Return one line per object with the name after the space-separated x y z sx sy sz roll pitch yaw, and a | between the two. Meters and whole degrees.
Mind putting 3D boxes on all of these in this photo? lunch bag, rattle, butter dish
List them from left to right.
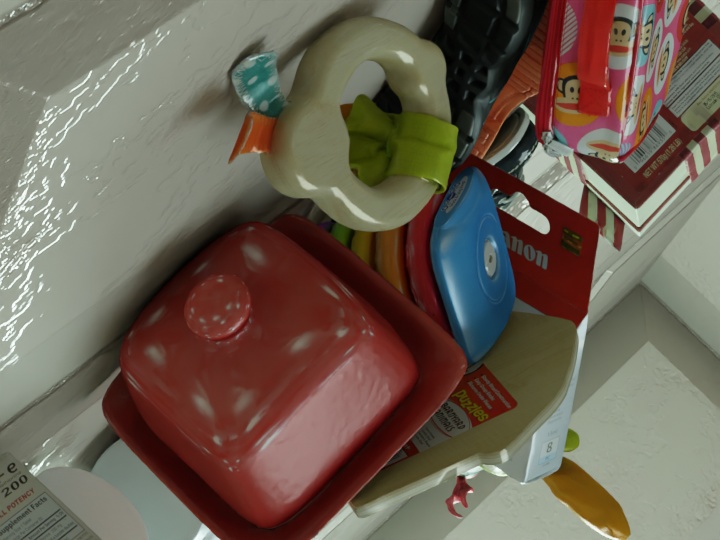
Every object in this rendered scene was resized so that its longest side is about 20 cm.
-0.070 0.052 1.411 0.199 0.200 0.148 -45 148 -7 | butter dish
-0.047 -0.087 1.300 0.199 0.142 0.131 -14 117 -44 | rattle
0.178 0.082 1.706 0.201 0.142 0.130 -60 152 -10 | rattle
0.168 -0.175 1.450 0.176 0.081 0.202 -52 151 -61 | lunch bag

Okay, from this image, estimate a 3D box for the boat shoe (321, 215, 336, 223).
-0.006 -0.004 1.642 0.200 0.067 0.072 -45 137 -12 | boat shoe

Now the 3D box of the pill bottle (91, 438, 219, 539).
-0.135 0.169 1.689 0.116 0.116 0.200 -47 170 5 | pill bottle

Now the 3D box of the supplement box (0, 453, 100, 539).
-0.197 0.233 1.390 0.126 0.200 0.073 -54 171 32 | supplement box

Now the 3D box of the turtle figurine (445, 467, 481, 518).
0.081 0.117 1.833 0.150 0.100 0.201 -56 166 -37 | turtle figurine

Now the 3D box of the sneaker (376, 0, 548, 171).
0.077 -0.137 1.488 0.079 0.075 0.200 -39 168 -47 | sneaker

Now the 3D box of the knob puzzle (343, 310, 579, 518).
0.061 0.088 1.495 0.219 0.219 0.031 -40 125 -33 | knob puzzle

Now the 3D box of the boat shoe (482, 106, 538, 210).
0.096 -0.072 1.717 0.076 0.060 0.200 -54 -169 -19 | boat shoe

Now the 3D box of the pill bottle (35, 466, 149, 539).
-0.237 0.237 1.537 0.200 0.114 0.114 -51 169 27 | pill bottle

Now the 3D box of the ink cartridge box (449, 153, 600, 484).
0.091 0.031 1.597 0.047 0.160 0.202 -17 126 -38 | ink cartridge box

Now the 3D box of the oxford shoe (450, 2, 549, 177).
0.109 -0.157 1.610 0.200 0.071 0.073 -45 -171 32 | oxford shoe

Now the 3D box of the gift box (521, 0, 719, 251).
0.231 -0.132 1.822 0.184 0.200 0.187 -41 172 3 | gift box

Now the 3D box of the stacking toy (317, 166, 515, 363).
0.000 0.000 1.538 0.198 0.111 0.116 -6 -150 24 | stacking toy
